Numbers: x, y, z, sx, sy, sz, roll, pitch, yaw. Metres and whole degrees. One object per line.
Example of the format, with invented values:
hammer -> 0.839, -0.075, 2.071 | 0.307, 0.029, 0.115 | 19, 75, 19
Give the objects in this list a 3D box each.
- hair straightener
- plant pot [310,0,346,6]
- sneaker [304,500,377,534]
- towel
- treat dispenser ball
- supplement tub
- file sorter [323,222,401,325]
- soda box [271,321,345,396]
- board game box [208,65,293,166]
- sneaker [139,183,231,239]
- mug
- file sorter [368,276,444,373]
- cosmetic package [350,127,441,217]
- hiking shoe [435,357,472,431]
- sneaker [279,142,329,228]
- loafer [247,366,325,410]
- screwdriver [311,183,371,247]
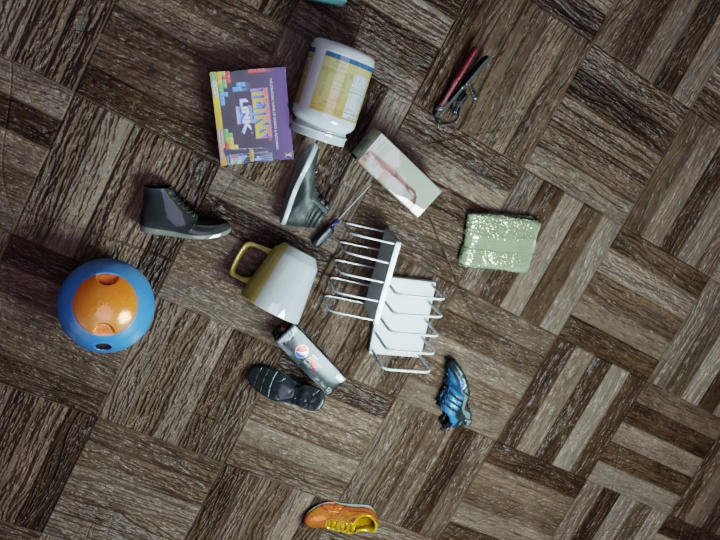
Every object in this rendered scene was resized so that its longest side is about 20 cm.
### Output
hair straightener -> 0.239, -0.412, 1.682 | 0.077, 0.041, 0.201 | 28, 98, -19
plant pot -> -0.124, -0.630, 1.487 | 0.198, 0.141, 0.143 | 3, 105, -6
sneaker -> -0.049, 0.656, 1.913 | 0.198, 0.077, 0.074 | 1, 108, -12
towel -> 0.348, -0.071, 1.811 | 0.198, 0.036, 0.150 | 6, 104, -15
treat dispenser ball -> -0.545, 0.075, 1.559 | 0.199, 0.201, 0.203 | -4, 107, -12
supplement tub -> -0.063, -0.382, 1.565 | 0.143, 0.145, 0.202 | 15, 103, -17
file sorter -> 0.000, 0.000, 1.699 | 0.123, 0.139, 0.202 | 13, 103, -13
soda box -> -0.125, 0.209, 1.764 | 0.063, 0.071, 0.200 | -41, 110, -2
board game box -> -0.237, -0.338, 1.586 | 0.164, 0.057, 0.202 | -8, 108, -10
sneaker -> -0.383, -0.131, 1.601 | 0.198, 0.075, 0.107 | 3, 108, -13
mug -> -0.189, 0.013, 1.659 | 0.186, 0.149, 0.154 | 28, 90, -26
file sorter -> 0.115, 0.132, 1.763 | 0.137, 0.125, 0.202 | 6, 105, -15
cosmetic package -> 0.080, -0.225, 1.669 | 0.200, 0.103, 0.087 | 40, 96, -19
hiking shoe -> 0.236, 0.326, 1.882 | 0.086, 0.074, 0.202 | -15, 109, -9
sneaker -> -0.108, -0.187, 1.656 | 0.098, 0.071, 0.202 | 16, 108, -19
loafer -> -0.181, 0.290, 1.777 | 0.199, 0.072, 0.073 | 25, 83, 2
screwdriver -> -0.040, -0.130, 1.709 | 0.200, 0.028, 0.029 | -44, 141, 1
